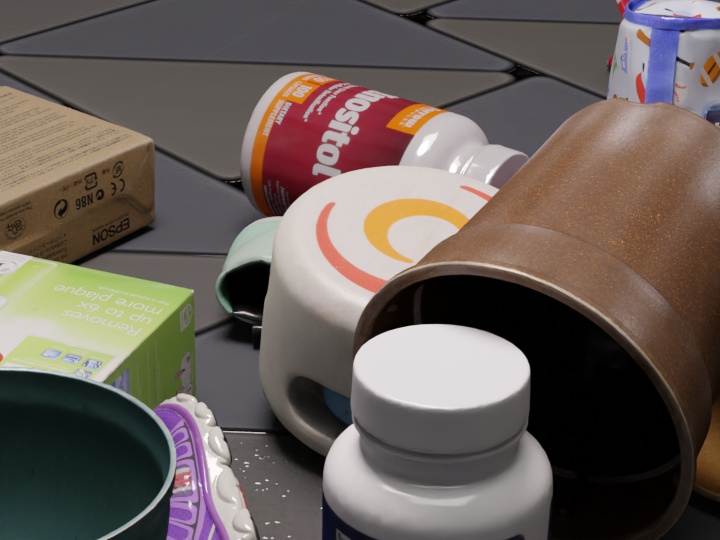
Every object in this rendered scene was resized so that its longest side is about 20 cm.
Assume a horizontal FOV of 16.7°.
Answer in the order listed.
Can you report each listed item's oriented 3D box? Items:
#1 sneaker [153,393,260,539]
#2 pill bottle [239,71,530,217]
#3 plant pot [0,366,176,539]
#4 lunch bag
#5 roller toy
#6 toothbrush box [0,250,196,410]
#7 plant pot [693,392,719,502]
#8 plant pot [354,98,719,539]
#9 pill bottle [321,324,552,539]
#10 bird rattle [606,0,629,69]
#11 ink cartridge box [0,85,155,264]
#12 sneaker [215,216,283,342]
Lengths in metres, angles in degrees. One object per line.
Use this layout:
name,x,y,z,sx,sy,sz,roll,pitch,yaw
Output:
sneaker,-0.108,0.140,1.396,0.083,0.081,0.200,-11,29,-10
pill bottle,0.022,-0.069,1.773,0.200,0.113,0.113,18,31,30
plant pot,-0.195,0.157,1.290,0.200,0.134,0.200,1,27,0
lunch bag,0.233,-0.108,1.757,0.124,0.170,0.200,6,11,15
roller toy,0.028,0.034,1.537,0.182,0.140,0.200,-7,38,-19
toothbrush box,-0.207,0.076,1.507,0.145,0.086,0.200,11,30,20
plant pot,0.292,0.040,1.523,0.200,0.187,0.186,-6,24,-45
plant pot,0.130,0.020,1.362,0.200,0.201,0.198,15,43,25
pill bottle,0.039,0.136,1.268,0.119,0.200,0.120,1,26,-1
bird rattle,0.303,-0.172,2.050,0.163,0.113,0.200,3,11,-22
ink cartridge box,-0.273,-0.056,1.776,0.165,0.075,0.200,20,33,35
sneaker,0.000,0.000,1.662,0.200,0.074,0.118,-8,18,15
